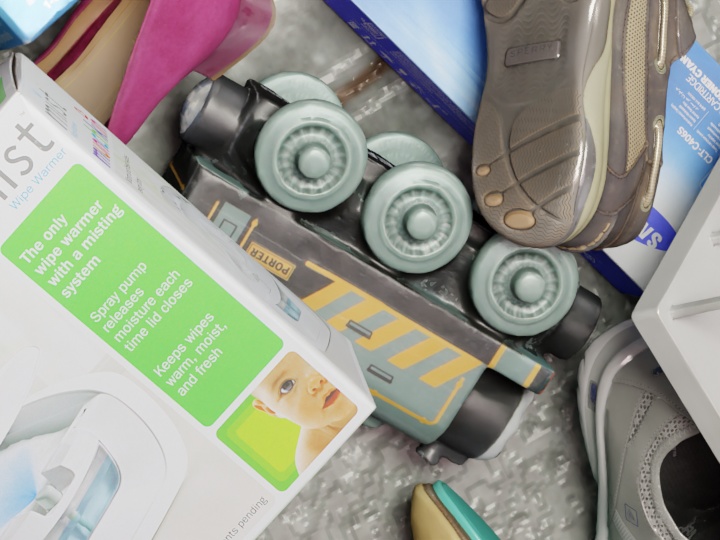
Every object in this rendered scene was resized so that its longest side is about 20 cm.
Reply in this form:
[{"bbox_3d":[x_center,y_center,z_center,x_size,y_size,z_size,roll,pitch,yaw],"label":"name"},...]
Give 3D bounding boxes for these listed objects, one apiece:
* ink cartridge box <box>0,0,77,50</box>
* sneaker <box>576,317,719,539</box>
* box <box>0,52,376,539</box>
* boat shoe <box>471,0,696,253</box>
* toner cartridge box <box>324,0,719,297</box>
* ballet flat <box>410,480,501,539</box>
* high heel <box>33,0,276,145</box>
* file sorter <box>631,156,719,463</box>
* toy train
[{"bbox_3d":[-0.148,-0.205,1.026,0.147,0.145,0.200,-42,102,-8],"label":"ink cartridge box"},{"bbox_3d":[0.140,0.121,1.153,0.074,0.082,0.201,-25,119,-12],"label":"sneaker"},{"bbox_3d":[-0.127,0.053,1.001,0.176,0.097,0.200,42,95,-15],"label":"box"},{"bbox_3d":[0.093,-0.103,1.102,0.073,0.074,0.201,18,79,-45],"label":"boat shoe"},{"bbox_3d":[0.081,-0.088,1.151,0.200,0.043,0.095,43,83,-14],"label":"toner cartridge box"},{"bbox_3d":[0.074,0.177,1.163,0.063,0.069,0.200,-41,103,6],"label":"ballet flat"},{"bbox_3d":[-0.125,-0.058,1.050,0.200,0.096,0.067,-44,70,11],"label":"high heel"},{"bbox_3d":[0.224,-0.002,1.098,0.139,0.124,0.200,56,45,-23],"label":"file sorter"},{"bbox_3d":[0.000,0.000,1.122,0.200,0.085,0.114,30,99,-17],"label":"toy train"}]
